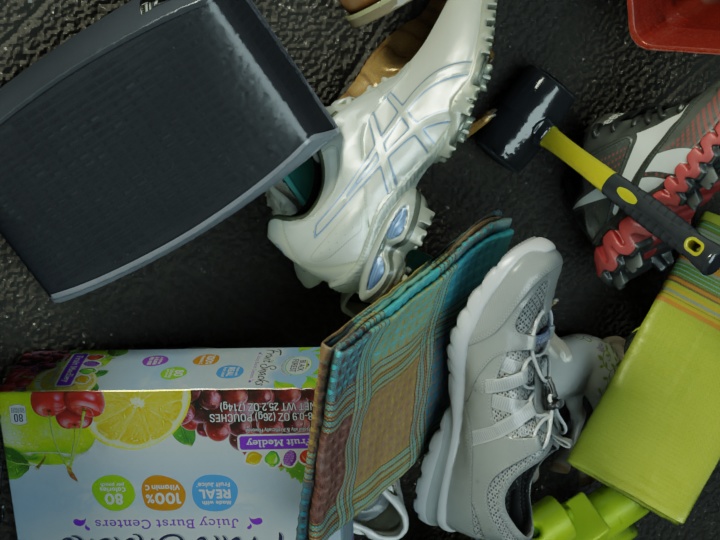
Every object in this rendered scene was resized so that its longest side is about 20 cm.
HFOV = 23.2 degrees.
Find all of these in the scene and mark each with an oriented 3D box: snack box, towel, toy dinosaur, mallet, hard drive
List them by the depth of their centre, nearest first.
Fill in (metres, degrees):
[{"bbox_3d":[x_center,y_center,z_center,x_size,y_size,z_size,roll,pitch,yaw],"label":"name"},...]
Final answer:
[{"bbox_3d":[-0.127,-0.071,0.989,0.200,0.042,0.135,-30,108,15],"label":"hard drive"},{"bbox_3d":[0.029,0.064,1.023,0.200,0.022,0.147,-36,140,-50],"label":"towel"},{"bbox_3d":[-0.107,0.135,1.063,0.199,0.068,0.169,0,111,7],"label":"snack box"},{"bbox_3d":[0.142,-0.049,1.073,0.066,0.200,0.041,-47,140,11],"label":"mallet"},{"bbox_3d":[0.021,-0.114,1.084,0.200,0.060,0.106,-42,97,-11],"label":"toy dinosaur"},{"bbox_3d":[0.217,0.061,1.139,0.086,0.018,0.200,28,74,11],"label":"towel"}]

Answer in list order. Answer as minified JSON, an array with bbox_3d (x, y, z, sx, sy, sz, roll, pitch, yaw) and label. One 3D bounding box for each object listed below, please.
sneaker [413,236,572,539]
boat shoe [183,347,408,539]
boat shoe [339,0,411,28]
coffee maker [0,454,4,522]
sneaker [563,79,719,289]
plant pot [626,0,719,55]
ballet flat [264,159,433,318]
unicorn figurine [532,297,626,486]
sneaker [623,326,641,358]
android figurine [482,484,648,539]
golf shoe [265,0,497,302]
[{"bbox_3d":[0.096,0.075,1.045,0.075,0.082,0.200,-28,135,-53],"label":"sneaker"},{"bbox_3d":[-0.044,0.114,1.121,0.200,0.069,0.071,31,96,-27],"label":"boat shoe"},{"bbox_3d":[0.057,-0.224,1.048,0.200,0.072,0.068,-39,106,-12],"label":"boat shoe"},{"bbox_3d":[-0.297,0.053,0.942,0.199,0.135,0.193,-2,87,-9],"label":"coffee maker"},{"bbox_3d":[0.192,-0.076,1.104,0.071,0.098,0.200,-19,158,-37],"label":"sneaker"},{"bbox_3d":[0.285,-0.248,1.051,0.176,0.200,0.200,-32,122,-43],"label":"plant pot"},{"bbox_3d":[0.000,0.000,1.104,0.200,0.072,0.072,37,92,-27],"label":"ballet flat"},{"bbox_3d":[0.123,0.074,1.160,0.200,0.074,0.138,-2,105,-61],"label":"unicorn figurine"},{"bbox_3d":[0.257,0.066,1.226,0.200,0.090,0.078,22,143,-33],"label":"sneaker"},{"bbox_3d":[0.098,0.207,1.164,0.200,0.041,0.182,-31,160,-9],"label":"android figurine"},{"bbox_3d":[0.014,-0.086,1.017,0.097,0.078,0.200,24,85,-1],"label":"golf shoe"}]
